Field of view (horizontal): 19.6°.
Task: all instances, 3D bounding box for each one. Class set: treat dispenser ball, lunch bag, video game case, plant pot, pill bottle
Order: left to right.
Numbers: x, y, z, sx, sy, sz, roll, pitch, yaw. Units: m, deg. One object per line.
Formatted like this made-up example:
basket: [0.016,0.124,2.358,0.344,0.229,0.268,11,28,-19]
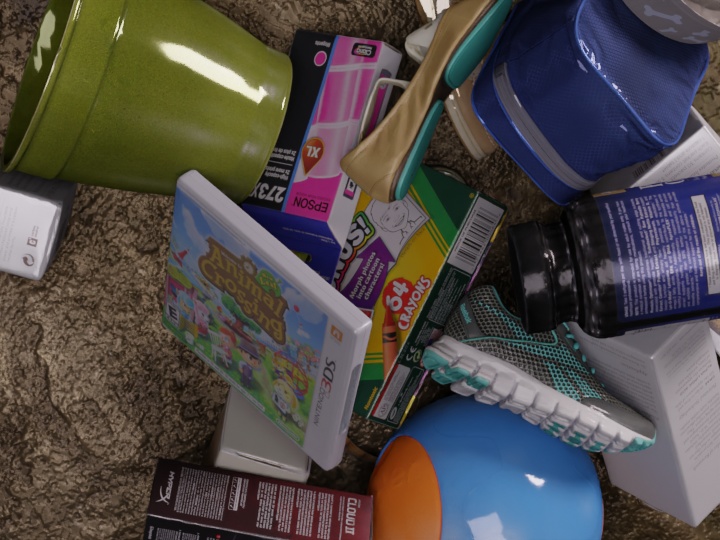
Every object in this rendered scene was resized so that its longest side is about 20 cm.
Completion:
plant pot: [-0.164,-0.142,1.672,0.192,0.200,0.201,20,105,-16]
video game case: [-0.079,0.041,1.651,0.200,0.022,0.183,40,144,22]
treat dispenser ball: [0.103,0.201,1.737,0.200,0.201,0.202,0,105,1]
lunch bag: [0.177,-0.158,1.649,0.132,0.200,0.136,-29,109,37]
pill bottle: [0.218,-0.009,1.605,0.199,0.112,0.113,-9,104,-1]

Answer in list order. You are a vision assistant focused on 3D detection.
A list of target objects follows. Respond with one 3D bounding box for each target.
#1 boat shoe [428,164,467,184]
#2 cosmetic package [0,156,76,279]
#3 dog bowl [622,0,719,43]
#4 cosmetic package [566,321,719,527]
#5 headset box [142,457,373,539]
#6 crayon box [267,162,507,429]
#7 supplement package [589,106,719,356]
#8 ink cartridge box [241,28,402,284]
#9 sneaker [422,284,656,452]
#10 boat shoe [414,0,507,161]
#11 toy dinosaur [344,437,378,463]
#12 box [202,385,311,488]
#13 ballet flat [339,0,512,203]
boat shoe: [0.036,0.010,1.753,0.071,0.076,0.201,16,104,-2]
cosmetic package: [-0.343,-0.062,1.725,0.199,0.102,0.074,17,104,-4]
dog bowl: [0.257,-0.268,1.627,0.200,0.200,0.059,51,140,-11]
cosmetic package: [0.243,0.106,1.718,0.074,0.101,0.201,-40,133,-23]
headset box: [-0.081,0.246,1.691,0.199,0.077,0.149,9,125,-4]
crayon box: [0.000,0.000,1.696,0.172,0.058,0.201,28,92,34]
supplement package: [0.295,-0.021,1.721,0.114,0.110,0.200,-40,100,11]
ink cartridge box: [-0.038,-0.093,1.693,0.094,0.037,0.201,13,85,37]
sneaker: [0.153,0.077,1.655,0.199,0.078,0.092,27,73,-10]
boat shoe: [0.090,-0.190,1.701,0.069,0.074,0.201,-15,103,11]
toy dinosaur: [-0.045,0.100,1.787,0.106,0.060,0.201,-16,104,4]
box: [-0.104,0.206,1.767,0.077,0.095,0.201,17,122,-7]
ballet flat: [0.048,-0.150,1.637,0.063,0.069,0.201,29,84,14]
